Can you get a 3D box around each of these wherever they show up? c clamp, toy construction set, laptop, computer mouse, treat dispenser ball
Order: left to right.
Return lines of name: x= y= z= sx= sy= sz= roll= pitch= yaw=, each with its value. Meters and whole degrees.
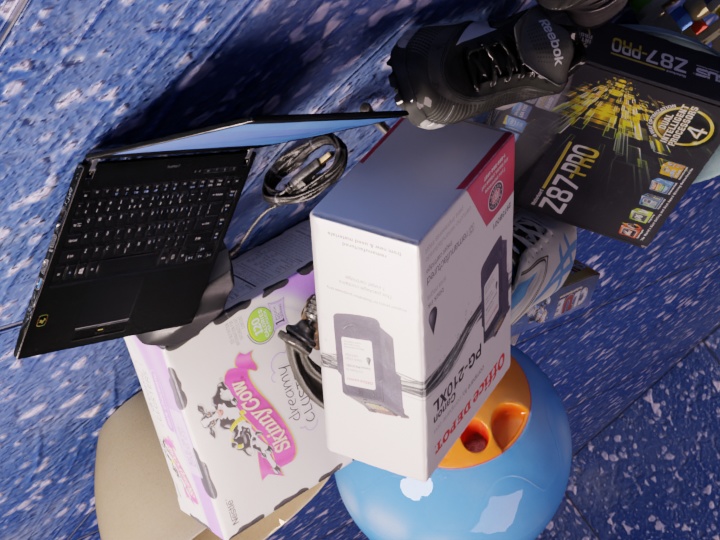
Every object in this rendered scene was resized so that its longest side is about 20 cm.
laptop: x=-0.086 y=-0.024 z=1.050 sx=0.177 sy=0.103 sz=0.202 roll=-10 pitch=126 yaw=-59
computer mouse: x=-0.086 y=-0.023 z=1.178 sx=0.200 sy=0.059 sz=0.034 roll=-45 pitch=136 yaw=16
c clamp: x=0.000 y=0.000 z=1.263 sx=0.170 sy=0.027 sz=0.201 roll=29 pitch=86 yaw=-52
treat dispenser ball: x=0.076 y=0.148 z=1.472 sx=0.200 sy=0.202 sz=0.201 roll=-34 pitch=165 yaw=-10
toy construction set: x=0.276 y=-0.193 z=1.429 sx=0.131 sy=0.092 sz=0.200 roll=-40 pitch=154 yaw=13

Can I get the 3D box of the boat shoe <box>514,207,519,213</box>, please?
boat shoe: x=0.092 y=-0.048 z=1.461 sx=0.070 sy=0.071 sz=0.199 roll=-42 pitch=165 yaw=34

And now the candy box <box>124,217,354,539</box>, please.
candy box: x=-0.059 y=0.073 z=1.308 sx=0.199 sy=0.071 sz=0.169 roll=-30 pitch=121 yaw=-26

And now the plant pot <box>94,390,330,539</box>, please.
plant pot: x=-0.139 y=0.163 z=1.450 sx=0.199 sy=0.135 sz=0.201 roll=-33 pitch=165 yaw=-10

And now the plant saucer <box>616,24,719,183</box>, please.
plant saucer: x=0.211 y=-0.135 z=1.367 sx=0.201 sy=0.199 sz=0.039 roll=118 pitch=-13 yaw=-59

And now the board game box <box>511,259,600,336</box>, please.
board game box: x=0.098 y=0.003 z=1.507 sx=0.199 sy=0.135 sz=0.035 roll=-16 pitch=131 yaw=-52

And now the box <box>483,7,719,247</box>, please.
box: x=0.180 y=-0.105 z=1.339 sx=0.200 sy=0.160 sz=0.049 roll=116 pitch=-9 yaw=-58

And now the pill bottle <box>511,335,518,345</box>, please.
pill bottle: x=0.071 y=0.087 z=1.619 sx=0.202 sy=0.112 sz=0.112 roll=-66 pitch=159 yaw=10

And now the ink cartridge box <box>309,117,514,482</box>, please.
ink cartridge box: x=0.039 y=0.017 z=1.196 sx=0.145 sy=0.084 sz=0.202 roll=-48 pitch=145 yaw=-44

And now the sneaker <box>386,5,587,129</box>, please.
sneaker: x=0.089 y=-0.138 z=1.153 sx=0.090 sy=0.067 sz=0.200 roll=-17 pitch=-179 yaw=30

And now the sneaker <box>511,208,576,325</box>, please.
sneaker: x=0.120 y=-0.008 z=1.389 sx=0.200 sy=0.071 sz=0.073 roll=-44 pitch=155 yaw=-47

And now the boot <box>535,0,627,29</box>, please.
boot: x=0.202 y=-0.238 z=1.176 sx=0.199 sy=0.070 sz=0.131 roll=-31 pitch=171 yaw=21
